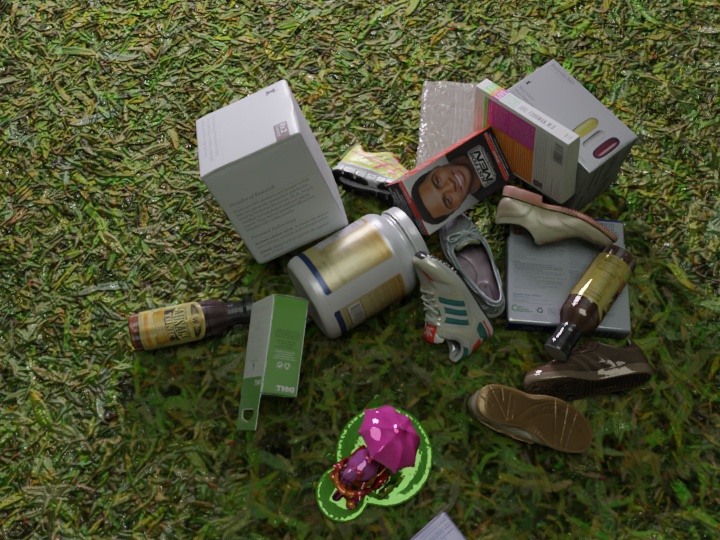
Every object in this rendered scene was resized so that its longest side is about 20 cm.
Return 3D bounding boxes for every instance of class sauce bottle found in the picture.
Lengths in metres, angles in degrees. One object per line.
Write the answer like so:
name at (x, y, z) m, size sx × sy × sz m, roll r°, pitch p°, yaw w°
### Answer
sauce bottle at (-0.269, 0.081, 1.141) m, size 0.198 × 0.066 × 0.066 m, roll -14°, pitch 67°, yaw -6°
sauce bottle at (0.352, 0.051, 1.092) m, size 0.065 × 0.065 × 0.200 m, roll 35°, pitch 73°, yaw 15°

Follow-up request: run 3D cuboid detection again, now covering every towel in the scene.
towel at (0.170, -0.256, 1.289) m, size 0.131 × 0.035 × 0.202 m, roll 6°, pitch 69°, yaw 5°

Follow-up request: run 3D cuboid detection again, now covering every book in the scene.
book at (0.266, -0.212, 1.152) m, size 0.048 × 0.134 × 0.200 m, roll -36°, pitch 56°, yaw -15°

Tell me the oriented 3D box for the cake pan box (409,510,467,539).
cake pan box at (0.100, 0.472, 0.972) m, size 0.200 × 0.052 × 0.184 m, roll -38°, pitch 69°, yaw -14°

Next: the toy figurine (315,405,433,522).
toy figurine at (0.014, 0.262, 0.991) m, size 0.200 × 0.184 × 0.150 m, roll -38°, pitch 71°, yaw -13°

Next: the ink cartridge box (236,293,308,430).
ink cartridge box at (-0.135, 0.144, 1.075) m, size 0.059 × 0.104 × 0.202 m, roll 12°, pitch 75°, yaw -25°

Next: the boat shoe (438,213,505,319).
boat shoe at (0.187, -0.019, 1.169) m, size 0.074 × 0.065 × 0.203 m, roll -15°, pitch 65°, yaw -5°

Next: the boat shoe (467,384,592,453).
boat shoe at (0.253, 0.221, 1.064) m, size 0.199 × 0.069 × 0.074 m, roll 24°, pitch 71°, yaw -11°

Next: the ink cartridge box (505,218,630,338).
ink cartridge box at (0.339, 0.006, 1.168) m, size 0.198 × 0.041 × 0.201 m, roll 5°, pitch 66°, yaw 3°

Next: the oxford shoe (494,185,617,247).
oxford shoe at (0.317, -0.071, 1.155) m, size 0.199 × 0.071 × 0.074 m, roll 23°, pitch 92°, yaw 11°

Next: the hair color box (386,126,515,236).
hair color box at (0.151, -0.147, 1.168) m, size 0.199 × 0.061 × 0.102 m, roll -34°, pitch 103°, yaw -21°

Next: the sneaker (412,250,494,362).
sneaker at (0.127, 0.062, 1.087) m, size 0.093 × 0.200 × 0.070 m, roll -45°, pitch 31°, yaw -10°

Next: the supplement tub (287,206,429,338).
supplement tub at (0.000, 0.000, 1.124) m, size 0.199 × 0.145 × 0.145 m, roll -30°, pitch 69°, yaw -11°

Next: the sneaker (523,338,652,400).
sneaker at (0.347, 0.152, 1.103) m, size 0.198 × 0.071 × 0.076 m, roll -4°, pitch 48°, yaw -3°

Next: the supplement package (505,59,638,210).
supplement package at (0.340, -0.222, 1.203) m, size 0.111 × 0.156 × 0.200 m, roll -35°, pitch 70°, yaw -13°

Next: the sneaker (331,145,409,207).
sneaker at (0.055, -0.167, 1.232) m, size 0.199 × 0.078 × 0.091 m, roll 23°, pitch 62°, yaw 9°

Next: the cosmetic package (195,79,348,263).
cosmetic package at (-0.141, -0.155, 1.127) m, size 0.164 × 0.201 × 0.165 m, roll -24°, pitch 43°, yaw 5°
